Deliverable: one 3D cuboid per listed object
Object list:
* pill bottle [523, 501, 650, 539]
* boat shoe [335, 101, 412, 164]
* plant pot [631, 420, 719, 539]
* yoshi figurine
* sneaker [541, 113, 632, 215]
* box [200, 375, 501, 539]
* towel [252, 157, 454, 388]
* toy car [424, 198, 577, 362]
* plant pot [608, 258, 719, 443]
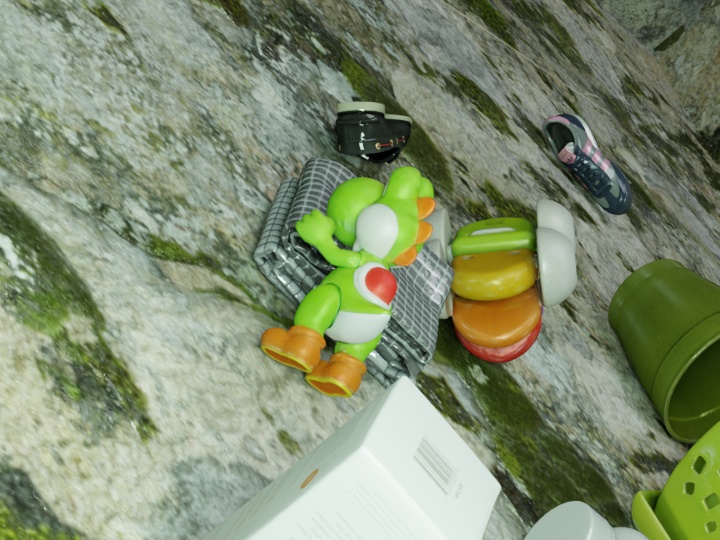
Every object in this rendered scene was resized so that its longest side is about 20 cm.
[{"bbox_3d":[0.236,0.300,1.467,0.200,0.120,0.120,42,21,-20],"label":"pill bottle"},{"bbox_3d":[0.014,-0.153,1.889,0.201,0.073,0.063,-3,91,-77],"label":"boat shoe"},{"bbox_3d":[0.424,0.281,1.805,0.200,0.181,0.199,14,41,-59],"label":"plant pot"},{"bbox_3d":[-0.010,0.000,1.411,0.112,0.201,0.112,27,-13,7],"label":"yoshi figurine"},{"bbox_3d":[0.356,-0.167,2.648,0.082,0.070,0.200,-4,51,-45],"label":"sneaker"},{"bbox_3d":[-0.025,0.176,1.011,0.098,0.200,0.124,48,21,-4],"label":"box"},{"bbox_3d":[0.000,0.000,1.547,0.200,0.086,0.166,44,22,-16],"label":"towel"},{"bbox_3d":[0.146,0.017,1.762,0.200,0.174,0.151,-76,158,-66],"label":"toy car"},{"bbox_3d":[0.431,0.090,2.183,0.200,0.201,0.193,29,16,-44],"label":"plant pot"}]
